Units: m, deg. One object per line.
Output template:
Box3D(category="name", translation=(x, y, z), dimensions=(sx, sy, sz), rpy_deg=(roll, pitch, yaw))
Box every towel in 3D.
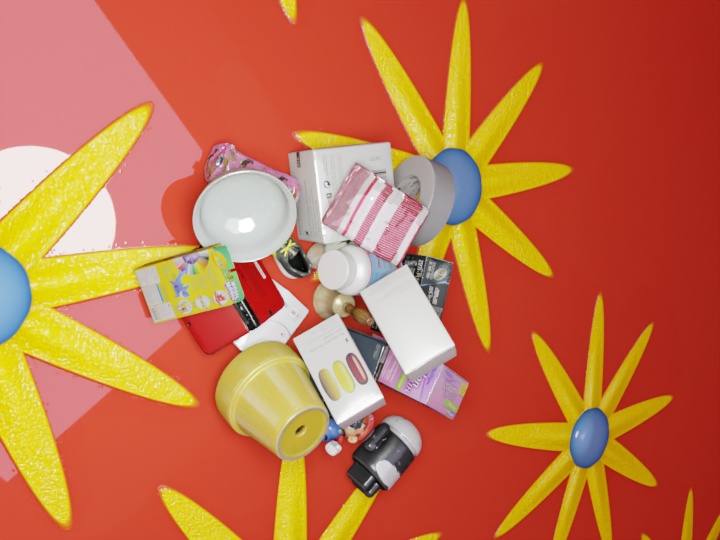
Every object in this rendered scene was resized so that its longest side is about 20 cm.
Box3D(category="towel", translation=(0.035, -0.114, 1.289), dimensions=(0.199, 0.023, 0.145), rpy_deg=(30, 93, -19))

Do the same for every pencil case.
Box3D(category="pencil case", translation=(-0.221, -0.187, 1.273), dimensions=(0.199, 0.086, 0.084), rpy_deg=(24, 60, -32))

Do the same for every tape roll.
Box3D(category="tape roll", translation=(0.129, -0.162, 1.425), dimensions=(0.066, 0.200, 0.202), rpy_deg=(16, 86, -31))

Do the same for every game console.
Box3D(category="game console", translation=(-0.283, 0.039, 1.271), dimensions=(0.201, 0.118, 0.172), rpy_deg=(60, 34, -7))

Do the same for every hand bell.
Box3D(category="hand bell", translation=(-0.023, 0.087, 1.349), dimensions=(0.103, 0.200, 0.105), rpy_deg=(-6, 105, -24))

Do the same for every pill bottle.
Box3D(category="pill bottle", translation=(0.000, 0.000, 1.343), dimensions=(0.199, 0.108, 0.110), rpy_deg=(2, 94, -55))

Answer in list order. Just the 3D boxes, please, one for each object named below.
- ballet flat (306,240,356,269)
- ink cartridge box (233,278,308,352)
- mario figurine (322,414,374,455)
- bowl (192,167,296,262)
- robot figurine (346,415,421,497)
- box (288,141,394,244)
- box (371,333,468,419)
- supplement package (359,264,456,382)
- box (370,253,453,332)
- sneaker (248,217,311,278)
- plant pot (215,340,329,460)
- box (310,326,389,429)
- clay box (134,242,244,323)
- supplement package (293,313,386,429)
Box3D(category="ballet flat", translation=(-0.033, -0.055, 1.404), dimensions=(0.199, 0.067, 0.069), rpy_deg=(-21, 89, -35))
Box3D(category="ink cartridge box", translation=(-0.229, 0.088, 1.318), dimensions=(0.200, 0.057, 0.163), rpy_deg=(47, 71, -32))
Box3D(category="mario figurine", translation=(-0.053, 0.351, 1.423), dimensions=(0.198, 0.106, 0.125), rpy_deg=(0, 93, -30))
Box3D(category="bowl", translation=(-0.231, -0.124, 1.205), dimensions=(0.199, 0.091, 0.203), rpy_deg=(-11, 128, -14))
Box3D(category="robot figurine", translation=(0.058, 0.447, 1.493), dimensions=(0.125, 0.150, 0.200), rpy_deg=(44, 70, 3))
Box3D(category="box", translation=(-0.037, -0.175, 1.361), dimensions=(0.198, 0.130, 0.201), rpy_deg=(-13, 102, -29))
Box3D(category="box", translation=(0.123, 0.249, 1.436), dimensions=(0.176, 0.199, 0.097), rpy_deg=(40, 73, -53))
Box3D(category="supplement package", translation=(0.102, 0.114, 1.299), dimensions=(0.119, 0.121, 0.201), rpy_deg=(-30, 69, 0))
Box3D(category="box", translation=(0.120, 0.064, 1.465), dimensions=(0.086, 0.163, 0.202), rpy_deg=(14, 87, -32))
Box3D(category="sneaker", translation=(-0.170, -0.060, 1.316), dimensions=(0.200, 0.084, 0.075), rpy_deg=(48, 69, -28))
Box3D(category="plant pot", translation=(-0.167, 0.277, 1.257), dimensions=(0.200, 0.188, 0.202), rpy_deg=(-22, 129, -31))
Box3D(category="box", translation=(-0.040, 0.232, 1.379), dimensions=(0.202, 0.156, 0.051), rpy_deg=(-68, 159, -8))
Box3D(category="clay box", translation=(-0.321, 0.022, 1.180), dimensions=(0.198, 0.048, 0.116), rpy_deg=(-14, 103, 12))
Box3D(category="supplement package", translation=(-0.042, 0.214, 1.289), dimensions=(0.113, 0.110, 0.201), rpy_deg=(-30, 71, -5))
